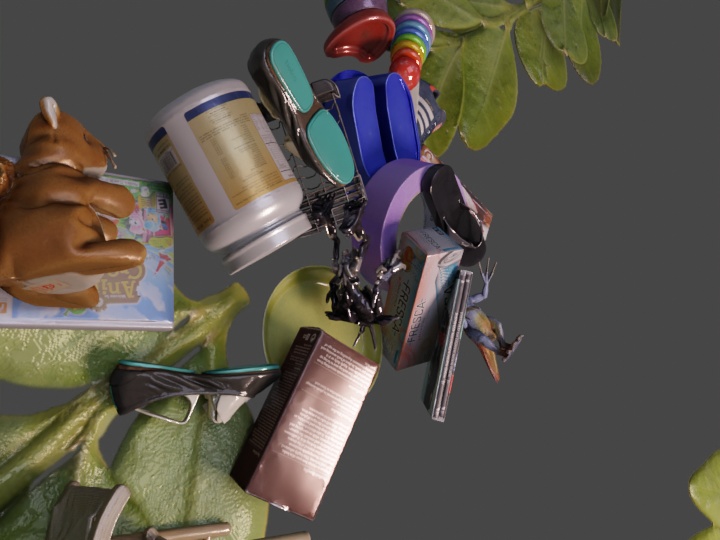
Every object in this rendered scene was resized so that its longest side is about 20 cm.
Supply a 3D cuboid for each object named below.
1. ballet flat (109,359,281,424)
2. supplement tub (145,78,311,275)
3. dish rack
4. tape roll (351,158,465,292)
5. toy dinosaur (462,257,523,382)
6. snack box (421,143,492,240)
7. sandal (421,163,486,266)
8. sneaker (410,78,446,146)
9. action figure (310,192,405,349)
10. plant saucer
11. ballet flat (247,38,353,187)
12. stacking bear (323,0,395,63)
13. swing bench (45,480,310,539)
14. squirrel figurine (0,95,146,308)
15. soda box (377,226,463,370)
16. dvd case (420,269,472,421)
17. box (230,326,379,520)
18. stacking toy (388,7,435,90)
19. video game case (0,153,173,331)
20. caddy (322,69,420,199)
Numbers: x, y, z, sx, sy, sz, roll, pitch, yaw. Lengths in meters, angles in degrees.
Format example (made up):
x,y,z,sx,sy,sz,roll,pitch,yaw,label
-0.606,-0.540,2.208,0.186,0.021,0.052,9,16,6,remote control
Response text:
x,y,z,sx,sy,sz,roll,pitch,yaw,label
-0.188,0.141,0.677,0.196,0.068,0.070,6,82,-26,ballet flat
-0.159,-0.113,0.723,0.143,0.143,0.203,-32,96,-39,supplement tub
-0.077,-0.155,0.818,0.150,0.055,0.205,-18,95,1,dish rack
0.078,-0.063,0.885,0.197,0.065,0.205,-19,118,-39,tape roll
0.176,0.085,0.971,0.179,0.203,0.104,32,36,21,toy dinosaur
0.164,-0.135,1.060,0.199,0.024,0.073,41,55,-21,snack box
0.148,-0.071,0.875,0.077,0.042,0.201,-54,135,-16,sandal
0.107,-0.249,1.014,0.083,0.075,0.205,16,66,-19,sneaker
0.000,0.000,0.770,0.102,0.117,0.204,-44,131,-45,action figure
-0.054,0.096,0.812,0.196,0.031,0.205,12,69,-34,plant saucer
-0.077,-0.195,0.741,0.068,0.067,0.202,-51,125,-36,ballet flat
-0.018,-0.475,0.977,0.119,0.113,0.205,-7,76,-39,stacking bear
-0.187,0.285,0.540,0.197,0.197,0.132,28,60,-27,swing bench
-0.324,-0.075,0.565,0.197,0.141,0.191,3,67,-39,squirrel figurine
0.080,0.043,0.831,0.067,0.204,0.064,-10,38,-30,soda box
0.123,0.102,0.848,0.021,0.146,0.205,12,89,0,dvd case
-0.066,0.183,0.717,0.099,0.074,0.203,33,72,-24,box
0.081,-0.370,1.002,0.085,0.085,0.203,36,42,-23,stacking toy
-0.310,-0.026,0.657,0.196,0.022,0.187,6,73,-37,video game case
0.010,-0.212,0.910,0.139,0.104,0.205,-19,103,-37,caddy
